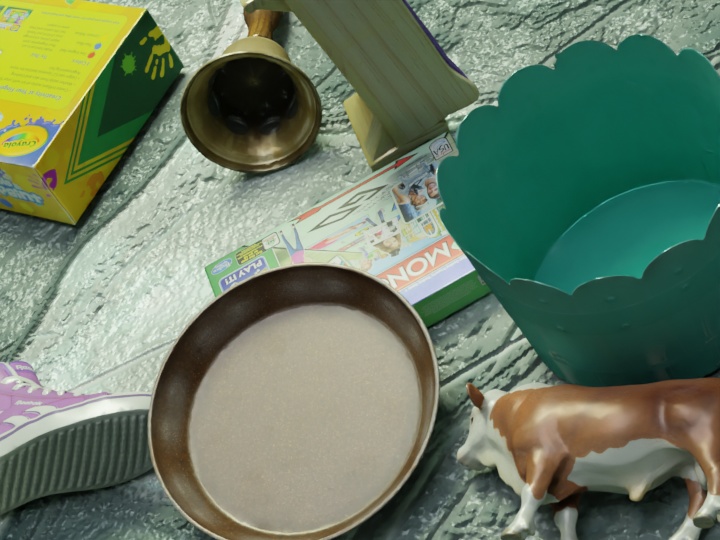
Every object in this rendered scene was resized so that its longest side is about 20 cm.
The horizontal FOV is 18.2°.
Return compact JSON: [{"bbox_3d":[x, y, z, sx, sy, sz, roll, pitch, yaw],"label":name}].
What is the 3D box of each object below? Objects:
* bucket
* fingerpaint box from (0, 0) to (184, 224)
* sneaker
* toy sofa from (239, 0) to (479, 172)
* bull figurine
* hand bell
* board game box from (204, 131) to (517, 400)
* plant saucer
[{"bbox_3d":[0.163,-0.031,1.403,0.207,0.135,0.208,-15,48,17],"label":"bucket"},{"bbox_3d":[-0.266,-0.133,1.779,0.200,0.073,0.167,11,58,36],"label":"fingerpaint box"},{"bbox_3d":[-0.216,0.096,1.556,0.200,0.073,0.114,-16,44,17],"label":"sneaker"},{"bbox_3d":[-0.006,-0.172,1.575,0.097,0.200,0.083,-33,43,9],"label":"toy sofa"},{"bbox_3d":[0.141,0.112,1.343,0.200,0.065,0.122,-11,52,25],"label":"bull figurine"},{"bbox_3d":[-0.079,-0.173,1.714,0.104,0.104,0.200,-19,34,14],"label":"hand bell"},{"bbox_3d":[0.000,0.000,1.545,0.200,0.029,0.135,-29,43,4],"label":"board game box"},{"bbox_3d":[-0.040,0.091,1.460,0.200,0.034,0.201,-8,61,16],"label":"plant saucer"}]
